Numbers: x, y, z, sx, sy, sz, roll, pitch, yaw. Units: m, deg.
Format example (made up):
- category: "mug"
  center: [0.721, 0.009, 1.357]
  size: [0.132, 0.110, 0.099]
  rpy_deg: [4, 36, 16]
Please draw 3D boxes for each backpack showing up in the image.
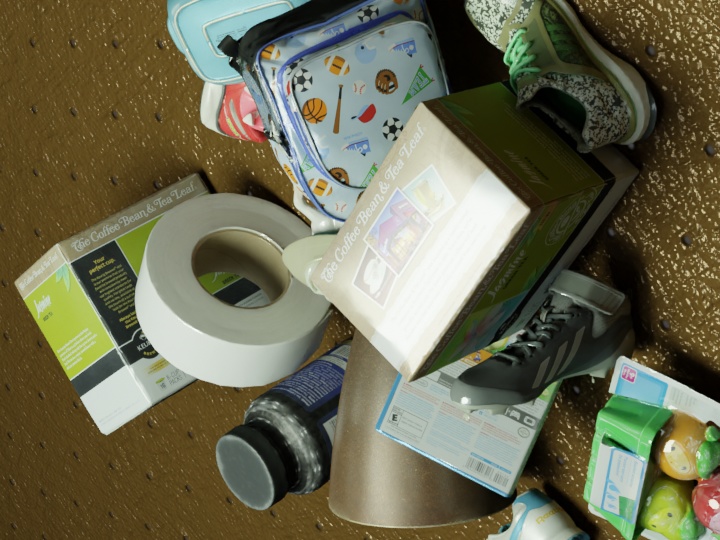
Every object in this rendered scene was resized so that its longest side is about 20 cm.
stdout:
- category: "backpack"
  center: [0.002, -0.142, 1.635]
  size: [0.154, 0.198, 0.192]
  rpy_deg: [-121, 10, -63]

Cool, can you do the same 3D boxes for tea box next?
- category: "tea box"
  center: [-0.227, 0.035, 2.016]
  size: [0.133, 0.199, 0.198]
  rpy_deg: [-31, 89, 54]
- category: "tea box"
  center: [0.096, -0.039, 1.566]
  size: [0.134, 0.196, 0.201]
  rpy_deg: [45, 124, 19]

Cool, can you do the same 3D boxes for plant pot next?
- category: "plant pot"
  center: [0.054, 0.124, 1.799]
  size: [0.186, 0.186, 0.203]
  rpy_deg: [7, 105, 47]

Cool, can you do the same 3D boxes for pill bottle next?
- category: "pill bottle"
  center: [-0.048, 0.158, 1.902]
  size: [0.111, 0.199, 0.113]
  rpy_deg: [28, 134, 34]

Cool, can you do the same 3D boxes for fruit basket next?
- category: "fruit basket"
  center: [0.292, 0.189, 1.619]
  size: [0.199, 0.093, 0.187]
  rpy_deg: [30, 134, 29]

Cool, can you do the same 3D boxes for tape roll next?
- category: "tape roll"
  center: [-0.127, 0.019, 1.902]
  size: [0.202, 0.202, 0.071]
  rpy_deg: [44, 140, 19]

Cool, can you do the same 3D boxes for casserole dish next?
- category: "casserole dish"
  center: [-0.097, -0.236, 1.755]
  size: [0.198, 0.039, 0.122]
  rpy_deg: [-12, 121, 24]

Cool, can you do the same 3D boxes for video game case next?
- category: "video game case"
  center: [0.114, 0.084, 1.694]
  size: [0.142, 0.018, 0.202]
  rpy_deg: [25, 94, 21]

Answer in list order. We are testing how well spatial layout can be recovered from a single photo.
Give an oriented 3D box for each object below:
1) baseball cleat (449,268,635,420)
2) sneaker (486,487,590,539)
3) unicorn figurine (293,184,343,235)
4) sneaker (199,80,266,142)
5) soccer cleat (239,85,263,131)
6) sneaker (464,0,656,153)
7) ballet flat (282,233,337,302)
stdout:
- category: "baseball cleat"
  center: [0.154, 0.056, 1.599]
  size: [0.069, 0.199, 0.108]
  rpy_deg: [19, 118, 47]
- category: "sneaker"
  center: [0.163, 0.300, 1.867]
  size: [0.081, 0.076, 0.201]
  rpy_deg: [49, 137, 27]
- category: "unicorn figurine"
  center: [-0.008, -0.055, 1.813]
  size: [0.199, 0.074, 0.138]
  rpy_deg: [12, 134, 38]
- category: "sneaker"
  center: [-0.103, -0.214, 1.840]
  size: [0.084, 0.077, 0.201]
  rpy_deg: [22, 134, 14]
- category: "soccer cleat"
  center: [-0.019, -0.151, 1.767]
  size: [0.198, 0.076, 0.068]
  rpy_deg: [7, 99, 18]
- category: "sneaker"
  center: [0.150, -0.169, 1.543]
  size: [0.200, 0.088, 0.077]
  rpy_deg: [42, 140, 23]
- category: "ballet flat"
  center: [0.000, 0.000, 1.773]
  size: [0.198, 0.069, 0.070]
  rpy_deg: [-7, 110, 34]
